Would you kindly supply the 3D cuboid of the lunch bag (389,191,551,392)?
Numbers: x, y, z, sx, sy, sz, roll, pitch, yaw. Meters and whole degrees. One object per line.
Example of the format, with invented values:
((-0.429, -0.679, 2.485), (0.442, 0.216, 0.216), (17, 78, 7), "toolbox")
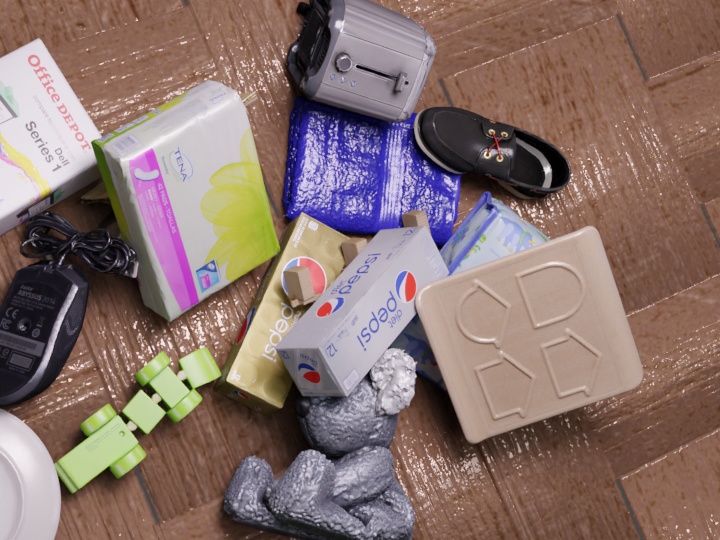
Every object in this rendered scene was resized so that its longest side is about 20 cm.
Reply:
((0.144, 0.047, 1.635), (0.169, 0.128, 0.201), (35, 99, -7), "lunch bag")

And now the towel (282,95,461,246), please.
((0.017, -0.112, 1.668), (0.198, 0.050, 0.150), (8, 75, -16), "towel")

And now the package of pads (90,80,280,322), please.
((-0.168, -0.072, 1.523), (0.154, 0.068, 0.202), (-33, 129, -27), "package of pads")

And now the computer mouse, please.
((-0.310, 0.049, 1.512), (0.137, 0.053, 0.202), (19, 73, 27), "computer mouse")

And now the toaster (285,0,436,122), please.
((-0.001, -0.234, 1.635), (0.128, 0.200, 0.115), (18, 105, -17), "toaster")

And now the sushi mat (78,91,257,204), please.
((-0.201, -0.127, 1.579), (0.200, 0.095, 0.012), (-39, 111, -21), "sushi mat")

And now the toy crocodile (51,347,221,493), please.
((-0.224, 0.147, 1.532), (0.200, 0.062, 0.068), (-43, 93, -16), "toy crocodile")

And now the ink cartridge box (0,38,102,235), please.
((-0.372, -0.120, 1.527), (0.199, 0.084, 0.146), (-33, 89, -22), "ink cartridge box")

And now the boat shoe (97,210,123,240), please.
((-0.184, -0.081, 1.595), (0.200, 0.072, 0.076), (-45, 110, -15), "boat shoe")

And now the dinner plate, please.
((-0.390, 0.226, 1.463), (0.198, 0.024, 0.203), (2, 80, -10), "dinner plate")

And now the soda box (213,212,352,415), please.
((-0.080, 0.047, 1.593), (0.067, 0.064, 0.202), (27, 72, -11), "soda box")

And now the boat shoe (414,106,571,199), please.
((0.147, -0.135, 1.674), (0.200, 0.063, 0.075), (21, 70, -32), "boat shoe")

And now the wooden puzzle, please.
((0.173, 0.064, 1.558), (0.198, 0.046, 0.187), (-21, 111, 3), "wooden puzzle")

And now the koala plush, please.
((-0.015, 0.175, 1.538), (0.182, 0.177, 0.202), (21, 72, -24), "koala plush")

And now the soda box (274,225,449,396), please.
((0.004, 0.039, 1.520), (0.200, 0.068, 0.064), (-49, 120, -36), "soda box")

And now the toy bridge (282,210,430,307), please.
((0.000, 0.000, 1.590), (0.199, 0.027, 0.068), (-27, 110, -38), "toy bridge")
